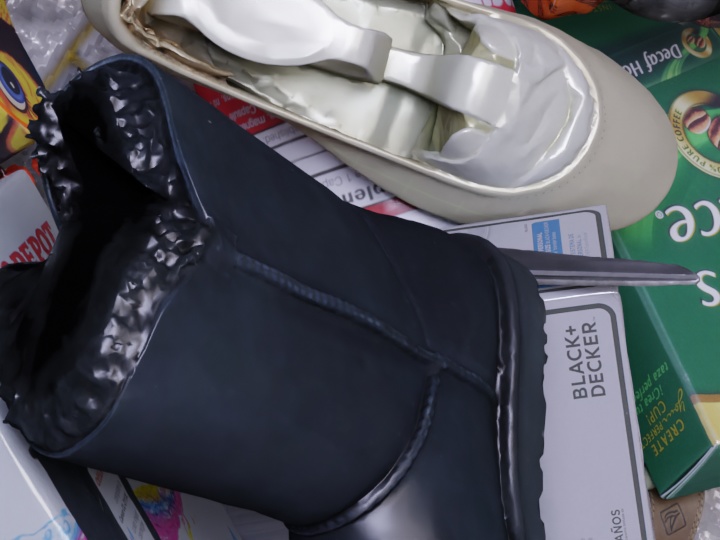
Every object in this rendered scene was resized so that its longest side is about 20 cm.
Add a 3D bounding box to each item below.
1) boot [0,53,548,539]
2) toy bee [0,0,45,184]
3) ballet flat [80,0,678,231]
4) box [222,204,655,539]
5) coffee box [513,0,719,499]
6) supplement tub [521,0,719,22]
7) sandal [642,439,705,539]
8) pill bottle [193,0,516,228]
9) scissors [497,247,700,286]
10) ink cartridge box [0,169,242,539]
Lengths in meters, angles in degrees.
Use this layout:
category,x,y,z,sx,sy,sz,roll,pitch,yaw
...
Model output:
category,x,y,z,sx,sy,sz,roll,pitch,yaw
boot,-0.023,0.060,0.679,0.168,0.076,0.201,23,61,-45
toy bee,-0.138,-0.069,0.846,0.109,0.130,0.201,47,41,-48
ballet flat,0.010,-0.059,0.816,0.199,0.069,0.070,18,74,-11
box,-0.013,0.054,0.834,0.199,0.060,0.117,-9,117,5
coffee box,0.121,-0.025,0.954,0.122,0.044,0.201,-8,64,-30
supplement tub,0.138,-0.152,0.856,0.199,0.123,0.123,-16,89,-8
sandal,0.091,0.094,0.937,0.200,0.080,0.058,-27,82,-27
pill bottle,0.005,-0.053,0.906,0.112,0.112,0.201,-17,89,-27
scissors,0.000,0.000,0.799,0.073,0.199,0.014,-35,127,-39
ink cartridge box,-0.088,0.086,0.725,0.083,0.146,0.201,-28,98,10
